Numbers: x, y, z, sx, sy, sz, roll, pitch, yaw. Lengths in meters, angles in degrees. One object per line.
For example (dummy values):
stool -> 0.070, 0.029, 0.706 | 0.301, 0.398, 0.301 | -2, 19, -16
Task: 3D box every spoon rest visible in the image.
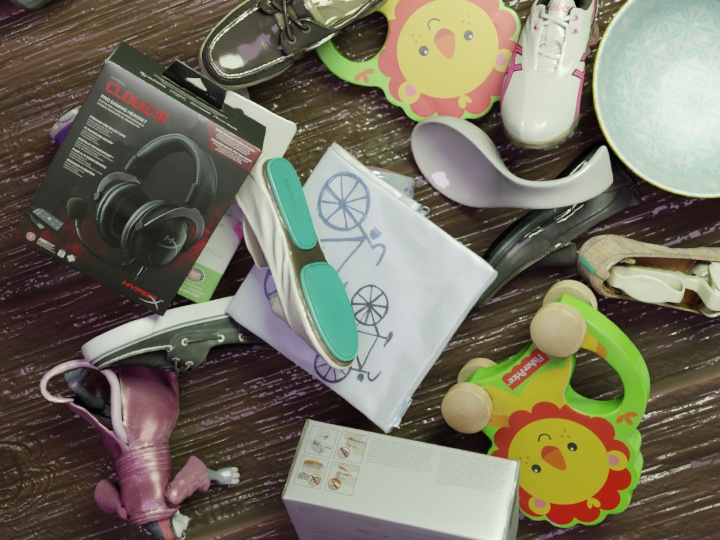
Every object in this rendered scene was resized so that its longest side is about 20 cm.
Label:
spoon rest -> 0.126, -0.093, 0.980 | 0.199, 0.061, 0.100 | 12, 138, 38

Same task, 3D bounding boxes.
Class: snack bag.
snack bag -> 0.002, 0.016, 0.974 | 0.199, 0.021, 0.189 | 35, 100, 12

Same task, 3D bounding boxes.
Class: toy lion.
toy lion -> 0.188, 0.139, 0.993 | 0.192, 0.069, 0.200 | 43, 122, 0
toy lion -> 0.051, -0.228, 1.027 | 0.198, 0.069, 0.193 | -11, 99, 7

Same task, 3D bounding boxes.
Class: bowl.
bowl -> 0.305, -0.163, 0.975 | 0.198, 0.108, 0.202 | 0, 92, 6

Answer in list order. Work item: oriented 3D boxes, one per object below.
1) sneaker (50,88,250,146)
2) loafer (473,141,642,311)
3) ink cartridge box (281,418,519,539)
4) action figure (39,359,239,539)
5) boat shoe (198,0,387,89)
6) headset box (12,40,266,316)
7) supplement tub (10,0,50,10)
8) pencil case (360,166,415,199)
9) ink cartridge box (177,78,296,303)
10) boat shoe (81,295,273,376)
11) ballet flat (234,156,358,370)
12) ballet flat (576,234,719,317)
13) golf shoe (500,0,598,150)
sneaker -> -0.204, -0.137, 1.047 | 0.198, 0.081, 0.084 | -8, 99, 7
loafer -> 0.179, -0.028, 1.015 | 0.072, 0.073, 0.200 | 45, 97, -2
ink cartridge box -> 0.043, 0.231, 1.004 | 0.198, 0.176, 0.084 | 9, 56, 14
action figure -> -0.203, 0.178, 1.031 | 0.133, 0.149, 0.201 | -20, 75, 2
boat shoe -> -0.053, -0.228, 0.940 | 0.199, 0.065, 0.073 | -35, 94, -12
headset box -> -0.184, -0.086, 0.930 | 0.148, 0.077, 0.201 | 30, 110, -14
supplement tub -> -0.268, -0.347, 1.019 | 0.199, 0.123, 0.123 | -29, 90, 7
pencil case -> 0.000, 0.000, 1.027 | 0.090, 0.083, 0.202 | 6, 93, -8
ink cartridge box -> -0.152, -0.083, 1.012 | 0.117, 0.067, 0.201 | 26, 109, -15
boat shoe -> -0.159, 0.066, 1.010 | 0.199, 0.069, 0.057 | -14, 79, -33
ballet flat -> -0.060, -0.001, 0.953 | 0.069, 0.069, 0.201 | -22, 82, 7
ballet flat -> 0.296, 0.014, 0.987 | 0.198, 0.067, 0.069 | 6, 114, -6
golf shoe -> 0.164, -0.193, 0.950 | 0.072, 0.092, 0.201 | 7, 53, 17
